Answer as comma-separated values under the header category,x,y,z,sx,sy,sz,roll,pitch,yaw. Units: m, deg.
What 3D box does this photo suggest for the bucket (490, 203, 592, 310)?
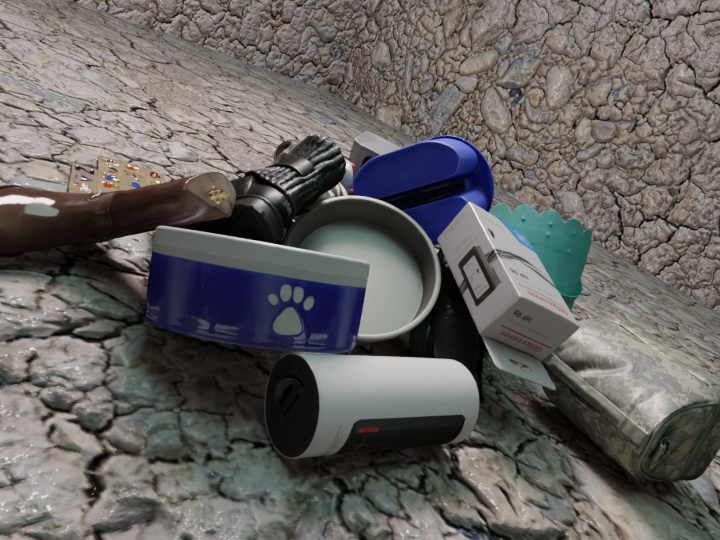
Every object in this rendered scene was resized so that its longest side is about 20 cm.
category,x,y,z,sx,sy,sz,roll,pitch,yaw
bucket,0.280,-0.011,1.048,0.201,0.139,0.207,15,-11,3

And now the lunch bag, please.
category,x,y,z,sx,sy,sz,roll,pitch,yaw
lunch bag,0.320,0.151,0.759,0.164,0.142,0.200,12,21,-35

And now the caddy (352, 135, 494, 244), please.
category,x,y,z,sx,sy,sz,roll,pitch,yaw
caddy,0.084,-0.103,0.858,0.195,0.146,0.104,-12,4,26

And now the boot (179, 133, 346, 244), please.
category,x,y,z,sx,sy,sz,roll,pitch,yaw
boot,-0.129,-0.094,0.756,0.206,0.081,0.159,7,44,34

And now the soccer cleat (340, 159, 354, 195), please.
category,x,y,z,sx,sy,sz,roll,pitch,yaw
soccer cleat,-0.072,-0.135,0.958,0.075,0.072,0.199,2,3,-27

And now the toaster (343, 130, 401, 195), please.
category,x,y,z,sx,sy,sz,roll,pitch,yaw
toaster,0.043,-0.101,1.025,0.196,0.185,0.119,29,24,10

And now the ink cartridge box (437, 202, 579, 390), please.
category,x,y,z,sx,sy,sz,roll,pitch,yaw
ink cartridge box,0.175,0.027,0.723,0.114,0.068,0.203,22,34,-34

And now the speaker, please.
category,x,y,z,sx,sy,sz,roll,pitch,yaw
speaker,0.015,0.116,0.548,0.196,0.083,0.081,10,23,-41

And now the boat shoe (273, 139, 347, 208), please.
category,x,y,z,sx,sy,sz,roll,pitch,yaw
boat shoe,-0.084,-0.139,0.884,0.056,0.068,0.200,14,24,-42

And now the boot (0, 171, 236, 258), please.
category,x,y,z,sx,sy,sz,roll,pitch,yaw
boot,-0.228,-0.057,0.577,0.194,0.066,0.186,-4,9,18

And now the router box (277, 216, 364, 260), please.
category,x,y,z,sx,sy,sz,roll,pitch,yaw
router box,-0.078,-0.060,0.876,0.196,0.052,0.149,28,18,2

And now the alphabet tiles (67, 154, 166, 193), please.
category,x,y,z,sx,sy,sz,roll,pitch,yaw
alphabet tiles,-0.310,-0.110,0.853,0.163,0.008,0.201,15,21,-29

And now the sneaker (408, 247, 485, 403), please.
category,x,y,z,sx,sy,sz,roll,pitch,yaw
sneaker,0.125,0.057,0.770,0.101,0.203,0.061,7,-35,27

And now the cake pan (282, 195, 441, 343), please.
category,x,y,z,sx,sy,sz,roll,pitch,yaw
cake pan,0.000,0.000,0.756,0.194,0.037,0.205,6,57,-9

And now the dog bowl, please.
category,x,y,z,sx,sy,sz,roll,pitch,yaw
dog bowl,-0.092,0.016,0.568,0.194,0.081,0.200,10,0,0
